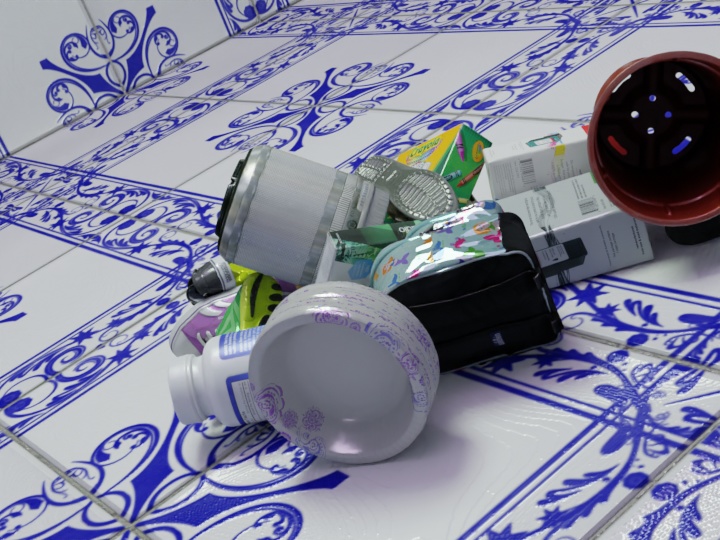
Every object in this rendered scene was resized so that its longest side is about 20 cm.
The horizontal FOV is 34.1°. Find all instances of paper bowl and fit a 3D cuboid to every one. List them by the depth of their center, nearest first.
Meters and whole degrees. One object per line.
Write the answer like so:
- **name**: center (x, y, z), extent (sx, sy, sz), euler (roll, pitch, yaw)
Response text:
- **paper bowl**: center (-0.013, 0.102, 1.275), extent (0.200, 0.201, 0.104), euler (-11, 26, 23)

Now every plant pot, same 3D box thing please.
- **plant pot**: center (0.364, -0.174, 1.416), extent (0.201, 0.201, 0.195), euler (-18, 14, 9)

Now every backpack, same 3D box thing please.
- **backpack**: center (0.111, 0.025, 1.349), extent (0.200, 0.178, 0.151), euler (-22, 40, 8)

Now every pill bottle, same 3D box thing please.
- **pill bottle**: center (-0.123, 0.124, 1.409), extent (0.200, 0.112, 0.112), euler (-13, 24, 4)

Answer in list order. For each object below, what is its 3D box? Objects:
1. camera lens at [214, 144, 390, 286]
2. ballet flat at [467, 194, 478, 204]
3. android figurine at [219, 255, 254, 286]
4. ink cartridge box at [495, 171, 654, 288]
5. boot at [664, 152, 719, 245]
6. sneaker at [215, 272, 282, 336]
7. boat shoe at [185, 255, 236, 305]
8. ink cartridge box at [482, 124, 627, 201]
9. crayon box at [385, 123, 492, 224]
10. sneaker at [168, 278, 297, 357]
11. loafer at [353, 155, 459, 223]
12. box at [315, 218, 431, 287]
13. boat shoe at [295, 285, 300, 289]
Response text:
- **camera lens**: center (-0.078, -0.064, 1.522), extent (0.200, 0.160, 0.160), euler (18, 28, -3)
- **ballet flat**: center (0.152, -0.078, 1.684), extent (0.069, 0.069, 0.200), euler (-22, 24, 1)
- **android figurine**: center (-0.124, -0.014, 1.772), extent (0.182, 0.041, 0.200), euler (1, 20, 20)
- **ink cartridge box**: center (0.259, -0.050, 1.509), extent (0.200, 0.083, 0.147), euler (-16, 25, 11)
- **boot**: center (0.476, -0.114, 1.461), extent (0.203, 0.074, 0.154), euler (-18, 27, 22)
- **sneaker**: center (-0.152, 0.101, 1.526), extent (0.084, 0.074, 0.200), euler (-40, 28, 60)
- **boat shoe**: center (-0.223, 0.026, 1.716), extent (0.066, 0.070, 0.200), euler (-25, 0, -12)
- **ink cartridge box**: center (0.277, -0.126, 1.598), extent (0.200, 0.116, 0.067), euler (-12, 21, 4)
- **crayon box**: center (0.101, -0.128, 1.711), extent (0.200, 0.058, 0.119), euler (-19, 43, 63)
- **sneaker**: center (-0.173, 0.085, 1.615), extent (0.200, 0.073, 0.114), euler (-31, 42, 9)
- **loafer**: center (0.071, -0.097, 1.591), extent (0.075, 0.070, 0.200), euler (-43, 41, -9)
- **box**: center (0.043, 0.001, 1.448), extent (0.200, 0.144, 0.036), euler (-10, 50, -23)
- **boat shoe**: center (0.000, 0.000, 1.671), extent (0.200, 0.063, 0.073), euler (-22, 50, 7)
